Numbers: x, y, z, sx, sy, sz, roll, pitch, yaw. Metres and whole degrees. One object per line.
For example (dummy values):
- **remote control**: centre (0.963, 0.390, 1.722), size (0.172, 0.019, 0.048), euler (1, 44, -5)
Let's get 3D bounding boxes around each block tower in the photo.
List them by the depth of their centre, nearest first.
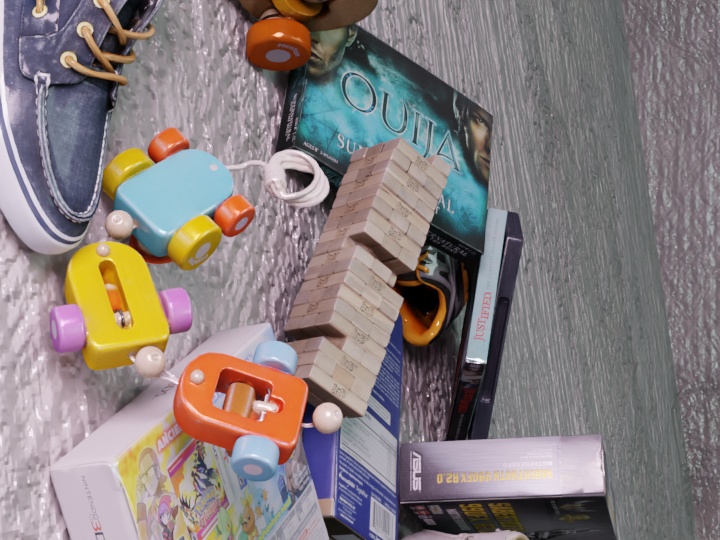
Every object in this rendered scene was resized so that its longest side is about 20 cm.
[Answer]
- **block tower**: centre (0.000, 0.000, 0.862), size (0.058, 0.054, 0.202), euler (38, 59, -29)

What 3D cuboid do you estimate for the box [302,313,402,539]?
- **box**: centre (-0.003, 0.102, 0.923), size (0.121, 0.032, 0.202), euler (49, 39, -55)

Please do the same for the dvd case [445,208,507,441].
- **dvd case**: centre (0.101, 0.059, 1.096), size (0.201, 0.022, 0.148), euler (91, 9, -60)

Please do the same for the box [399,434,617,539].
- **box**: centre (0.126, 0.185, 1.012), size (0.200, 0.156, 0.049), euler (59, 29, -64)

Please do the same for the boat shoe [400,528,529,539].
- **boat shoe**: centre (0.106, 0.232, 0.943), size (0.069, 0.199, 0.071), euler (-45, 118, -19)

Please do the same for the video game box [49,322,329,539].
- **video game box**: centre (-0.080, 0.148, 0.689), size (0.200, 0.046, 0.185), euler (-42, 122, -65)

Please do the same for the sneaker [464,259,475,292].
- **sneaker**: centre (0.081, -0.075, 1.177), size (0.085, 0.072, 0.202), euler (-81, 162, -57)

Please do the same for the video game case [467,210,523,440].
- **video game case**: centre (0.124, 0.055, 1.151), size (0.143, 0.019, 0.203), euler (-66, 164, -77)

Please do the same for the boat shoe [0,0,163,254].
- **boat shoe**: centre (-0.132, -0.113, 0.597), size (0.071, 0.090, 0.203), euler (10, 73, -67)

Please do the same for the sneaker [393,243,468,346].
- **sneaker**: centre (0.046, -0.026, 1.046), size (0.077, 0.077, 0.202), euler (-61, 138, -51)

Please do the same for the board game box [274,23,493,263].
- **board game box**: centre (0.025, -0.107, 0.966), size (0.199, 0.028, 0.137), euler (27, 57, -34)

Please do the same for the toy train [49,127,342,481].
- **toy train**: centre (-0.081, 0.017, 0.648), size (0.056, 0.148, 0.202), euler (117, -17, -48)

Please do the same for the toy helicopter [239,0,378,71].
- **toy helicopter**: centre (-0.045, -0.215, 0.807), size (0.200, 0.131, 0.080), euler (40, 45, -59)
